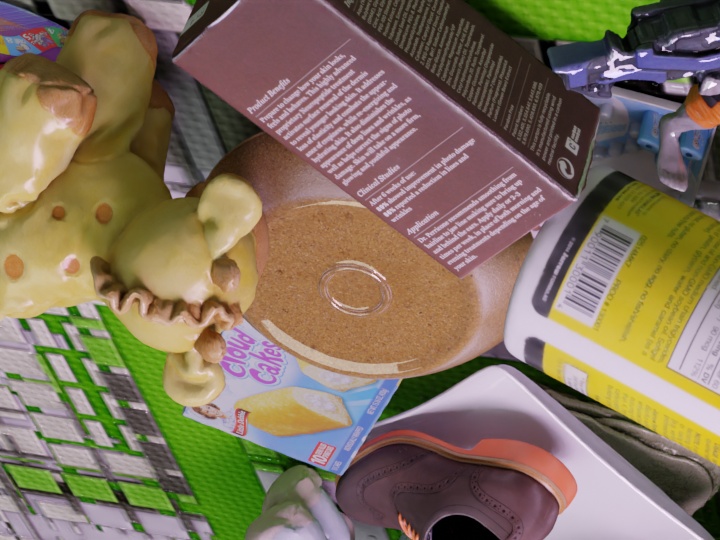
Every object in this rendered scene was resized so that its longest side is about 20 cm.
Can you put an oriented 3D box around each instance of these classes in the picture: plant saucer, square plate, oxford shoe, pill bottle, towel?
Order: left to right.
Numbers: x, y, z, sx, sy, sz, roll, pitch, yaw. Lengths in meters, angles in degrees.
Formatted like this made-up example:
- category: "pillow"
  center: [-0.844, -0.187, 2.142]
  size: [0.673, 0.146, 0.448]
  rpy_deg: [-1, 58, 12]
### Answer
- category: "plant saucer"
  center: [0.000, 0.000, 1.569]
  size: [0.199, 0.036, 0.201]
  rpy_deg: [9, 137, 8]
- category: "oxford shoe"
  center: [0.044, 0.149, 1.755]
  size: [0.199, 0.073, 0.071]
  rpy_deg: [-8, 131, 50]
- category: "square plate"
  center: [0.114, 0.138, 1.773]
  size: [0.198, 0.029, 0.200]
  rpy_deg: [41, 150, -11]
- category: "towel"
  center: [0.148, 0.141, 1.832]
  size: [0.148, 0.037, 0.200]
  rpy_deg: [21, 151, -4]
- category: "pill bottle"
  center: [0.185, 0.037, 1.447]
  size: [0.199, 0.114, 0.114]
  rpy_deg: [28, 155, 17]

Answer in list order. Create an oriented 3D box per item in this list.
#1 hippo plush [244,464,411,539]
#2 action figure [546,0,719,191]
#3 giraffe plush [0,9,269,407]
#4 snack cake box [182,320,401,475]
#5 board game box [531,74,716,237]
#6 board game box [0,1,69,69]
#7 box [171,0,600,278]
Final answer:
- category: "hippo plush"
  center: [0.010, 0.236, 1.934]
  size: [0.160, 0.201, 0.159]
  rpy_deg: [-1, 169, 15]
- category: "action figure"
  center: [0.175, -0.121, 1.301]
  size: [0.199, 0.105, 0.194]
  rpy_deg: [-7, 146, -8]
- category: "giraffe plush"
  center: [-0.119, -0.022, 1.494]
  size: [0.161, 0.200, 0.173]
  rpy_deg: [20, 144, 22]
- category: "snack cake box"
  center: [-0.033, 0.044, 1.731]
  size: [0.114, 0.067, 0.200]
  rpy_deg: [19, 151, -5]
- category: "board game box"
  center: [0.085, -0.048, 1.549]
  size: [0.199, 0.026, 0.200]
  rpy_deg: [15, 151, 5]
- category: "board game box"
  center: [-0.215, -0.087, 1.629]
  size: [0.157, 0.039, 0.200]
  rpy_deg: [21, 151, -7]
- category: "box"
  center: [0.015, -0.094, 1.424]
  size: [0.200, 0.075, 0.100]
  rpy_deg: [36, 136, -20]
